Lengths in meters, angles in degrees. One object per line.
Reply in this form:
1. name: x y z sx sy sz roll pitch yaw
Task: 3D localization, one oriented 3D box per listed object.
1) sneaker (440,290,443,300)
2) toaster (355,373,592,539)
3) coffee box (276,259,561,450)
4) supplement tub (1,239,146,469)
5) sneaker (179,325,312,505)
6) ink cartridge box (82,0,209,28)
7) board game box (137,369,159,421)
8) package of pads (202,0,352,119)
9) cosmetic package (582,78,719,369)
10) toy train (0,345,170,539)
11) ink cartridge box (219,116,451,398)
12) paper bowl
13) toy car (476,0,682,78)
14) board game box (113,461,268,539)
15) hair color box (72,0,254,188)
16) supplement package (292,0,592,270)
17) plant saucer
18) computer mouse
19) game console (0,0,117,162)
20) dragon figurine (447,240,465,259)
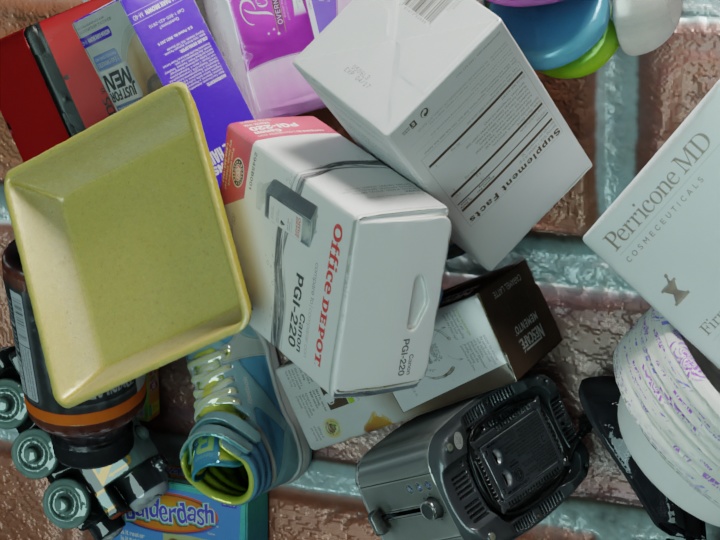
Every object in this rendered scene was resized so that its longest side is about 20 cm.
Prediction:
1. sneaker: 0.000 0.000 1.622 0.072 0.072 0.200 -46 40 -4
2. toaster: 0.091 0.159 1.653 0.129 0.200 0.114 -20 98 46
3. coffee box: 0.048 0.070 1.672 0.200 0.114 0.080 -21 96 29
4. supplement tub: -0.236 0.066 1.702 0.107 0.107 0.200 8 121 23
5. sneaker: -0.122 0.111 1.755 0.080 0.131 0.200 -27 93 30
6. ink cartridge box: -0.153 -0.207 1.715 0.145 0.048 0.200 -16 99 28
7. board game box: -0.231 0.034 1.840 0.096 0.030 0.200 8 112 22
8. package of pads: -0.065 -0.218 1.630 0.076 0.120 0.200 -161 55 -68
9. cosmetic package: 0.307 -0.031 1.491 0.200 0.166 0.167 43 119 8
10. toy train: -0.254 0.142 1.817 0.114 0.085 0.200 -34 83 15
11. ink cartridge box: -0.027 -0.013 1.507 0.200 0.085 0.146 36 125 48
12. paper bowl: 0.276 0.114 1.530 0.201 0.201 0.104 42 118 7
13. toy car: 0.141 -0.237 1.512 0.175 0.150 0.200 3 107 24
14. board game box: -0.160 0.279 1.873 0.152 0.045 0.200 9 109 23
15. hair color box: -0.144 -0.130 1.622 0.109 0.065 0.200 -9 111 62
16. supplement package: 0.065 -0.116 1.511 0.120 0.200 0.121 -46 52 -4
17. plant saucer: -0.171 -0.017 1.561 0.200 0.048 0.200 -24 74 32
18. computer mouse: 0.247 0.160 1.617 0.053 0.138 0.200 -36 76 16
19. game console: -0.215 -0.129 1.736 0.172 0.119 0.200 -24 100 -3
20. dragon figurine: 0.053 -0.029 1.669 0.200 0.099 0.059 -18 99 53
